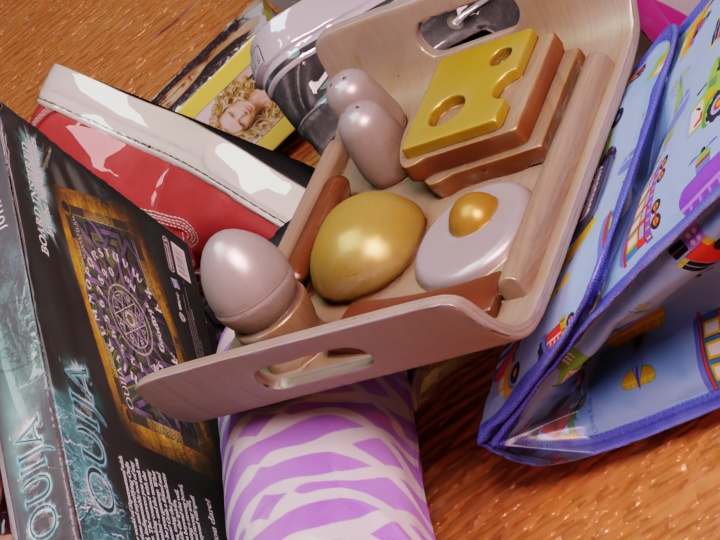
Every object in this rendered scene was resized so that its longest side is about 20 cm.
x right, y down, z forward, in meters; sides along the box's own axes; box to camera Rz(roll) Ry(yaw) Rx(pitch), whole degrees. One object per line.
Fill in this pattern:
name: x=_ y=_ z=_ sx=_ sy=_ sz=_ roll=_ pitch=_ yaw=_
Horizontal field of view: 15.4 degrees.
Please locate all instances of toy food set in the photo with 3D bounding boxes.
toy food set: x=0.010 y=-0.036 z=0.950 sx=0.143 sy=0.060 sz=0.201 roll=-17 pitch=35 yaw=37

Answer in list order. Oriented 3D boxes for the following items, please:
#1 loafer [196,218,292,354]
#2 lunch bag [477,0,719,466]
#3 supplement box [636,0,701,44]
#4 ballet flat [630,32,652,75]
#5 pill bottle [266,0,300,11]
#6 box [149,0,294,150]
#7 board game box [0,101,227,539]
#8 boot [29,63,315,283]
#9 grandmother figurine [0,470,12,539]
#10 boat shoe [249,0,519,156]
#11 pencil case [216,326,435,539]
loafer: x=0.000 y=0.000 z=1.078 sx=0.200 sy=0.068 sz=0.070 roll=-38 pitch=6 yaw=27
lunch bag: x=0.118 y=-0.021 z=0.921 sx=0.200 sy=0.094 sz=0.151 roll=-40 pitch=24 yaw=43
supplement box: x=0.183 y=-0.150 z=0.962 sx=0.199 sy=0.101 sz=0.104 roll=-18 pitch=38 yaw=44
ballet flat: x=0.122 y=-0.145 z=1.089 sx=0.069 sy=0.069 sz=0.201 roll=-7 pitch=46 yaw=53
pill bottle: x=0.017 y=-0.217 z=1.298 sx=0.112 sy=0.112 sz=0.201 roll=-4 pitch=50 yaw=54
box: x=-0.102 y=-0.041 z=1.286 sx=0.200 sy=0.050 sz=0.075 roll=-44 pitch=15 yaw=7
board game box: x=-0.092 y=0.046 z=0.985 sx=0.028 sy=0.135 sz=0.201 roll=-29 pitch=52 yaw=18
boot: x=-0.087 y=0.004 z=1.183 sx=0.199 sy=0.072 sz=0.145 roll=22 pitch=92 yaw=38
grandmother figurine: x=-0.126 y=0.106 z=1.007 sx=0.060 sy=0.121 sz=0.201 roll=-6 pitch=65 yaw=8
boat shoe: x=0.052 y=-0.109 z=1.141 sx=0.199 sy=0.071 sz=0.072 roll=-29 pitch=-15 yaw=-6
pencil case: x=-0.007 y=0.083 z=0.953 sx=0.085 sy=0.084 sz=0.200 roll=-2 pitch=32 yaw=-4
